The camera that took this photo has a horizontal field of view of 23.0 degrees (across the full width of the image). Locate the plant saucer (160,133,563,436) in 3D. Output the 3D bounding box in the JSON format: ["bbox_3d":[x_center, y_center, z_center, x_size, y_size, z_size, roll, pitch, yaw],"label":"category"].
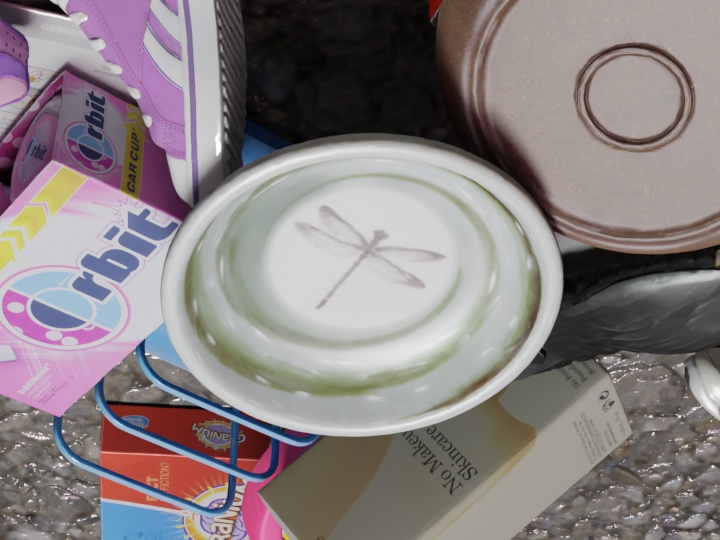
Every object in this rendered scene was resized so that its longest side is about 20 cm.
[{"bbox_3d":[0.000,0.000,0.885,0.198,0.050,0.201,-2,132,-2],"label":"plant saucer"}]

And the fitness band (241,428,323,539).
[{"bbox_3d":[0.015,0.122,1.132,0.200,0.037,0.144,-38,141,-4],"label":"fitness band"}]

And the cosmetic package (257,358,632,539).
[{"bbox_3d":[0.050,0.113,1.044,0.200,0.105,0.071,-41,140,-9],"label":"cosmetic package"}]

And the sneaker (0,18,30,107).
[{"bbox_3d":[-0.234,-0.071,0.882,0.088,0.081,0.200,20,137,-38],"label":"sneaker"}]

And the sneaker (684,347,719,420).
[{"bbox_3d":[0.301,0.071,1.130,0.199,0.075,0.081,11,124,-17],"label":"sneaker"}]

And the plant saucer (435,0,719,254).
[{"bbox_3d":[0.129,-0.087,0.820,0.199,0.035,0.201,8,123,12],"label":"plant saucer"}]

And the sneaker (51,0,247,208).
[{"bbox_3d":[-0.117,-0.124,0.856,0.113,0.073,0.202,-5,106,7],"label":"sneaker"}]

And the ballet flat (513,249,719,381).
[{"bbox_3d":[0.140,0.015,0.959,0.199,0.057,0.067,-14,128,38],"label":"ballet flat"}]

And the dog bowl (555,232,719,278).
[{"bbox_3d":[0.169,-0.025,0.970,0.198,0.059,0.200,9,161,3],"label":"dog bowl"}]

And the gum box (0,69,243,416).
[{"bbox_3d":[-0.165,-0.005,0.962,0.113,0.066,0.200,25,133,-29],"label":"gum box"}]

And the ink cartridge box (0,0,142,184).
[{"bbox_3d":[-0.213,-0.095,0.942,0.199,0.045,0.177,11,138,-14],"label":"ink cartridge box"}]

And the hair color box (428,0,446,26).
[{"bbox_3d":[0.142,-0.144,0.877,0.199,0.062,0.102,16,137,-19],"label":"hair color box"}]

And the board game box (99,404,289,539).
[{"bbox_3d":[-0.082,0.159,1.239,0.198,0.041,0.154,3,139,-4],"label":"board game box"}]

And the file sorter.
[{"bbox_3d":[-0.073,0.037,1.037,0.138,0.123,0.200,25,132,-28],"label":"file sorter"}]
